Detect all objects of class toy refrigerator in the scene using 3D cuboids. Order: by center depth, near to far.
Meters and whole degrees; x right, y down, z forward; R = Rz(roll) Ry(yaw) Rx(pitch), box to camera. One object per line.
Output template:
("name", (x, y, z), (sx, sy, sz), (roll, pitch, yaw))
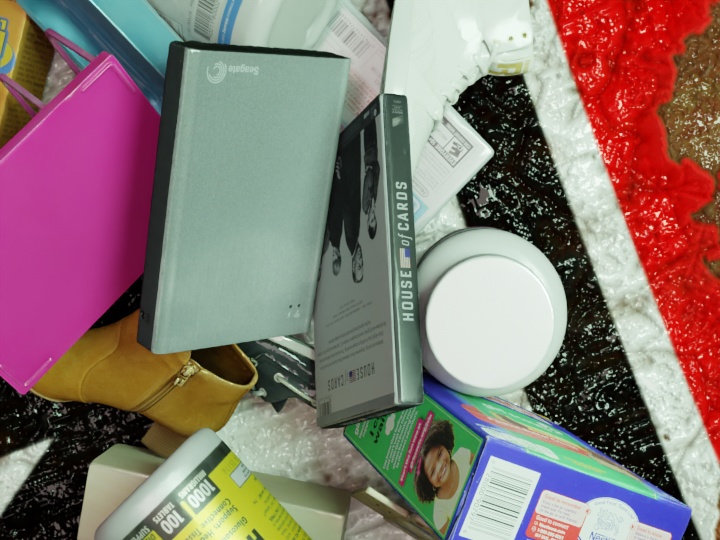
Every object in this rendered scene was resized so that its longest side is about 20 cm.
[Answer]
("toy refrigerator", (-0.110, 0.194, 0.900), (0.196, 0.076, 0.071), (11, 94, 3))

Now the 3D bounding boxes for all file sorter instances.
("file sorter", (-0.234, -0.050, 0.828), (0.200, 0.125, 0.139), (-47, 133, -11))

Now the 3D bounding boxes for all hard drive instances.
("hard drive", (-0.079, -0.050, 0.792), (0.033, 0.138, 0.204), (24, 112, 43))

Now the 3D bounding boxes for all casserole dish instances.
("casserole dish", (-0.172, -0.164, 0.832), (0.200, 0.120, 0.039), (46, 69, -26))

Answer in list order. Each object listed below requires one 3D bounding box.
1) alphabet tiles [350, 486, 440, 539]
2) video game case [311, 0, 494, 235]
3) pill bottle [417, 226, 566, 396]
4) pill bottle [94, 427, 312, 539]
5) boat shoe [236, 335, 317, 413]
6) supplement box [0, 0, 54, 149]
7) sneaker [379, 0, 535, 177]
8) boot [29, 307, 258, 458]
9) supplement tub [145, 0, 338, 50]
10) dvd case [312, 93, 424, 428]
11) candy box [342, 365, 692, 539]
("alphabet tiles", (0.069, 0.201, 0.829), (0.165, 0.200, 0.006), (31, 77, 2))
("video game case", (-0.027, -0.097, 0.905), (0.200, 0.024, 0.182), (45, 95, 0))
("pill bottle", (0.086, 0.027, 0.814), (0.109, 0.200, 0.114), (0, 93, 4))
("pill bottle", (-0.081, 0.218, 0.805), (0.112, 0.112, 0.200), (-43, 90, 5))
("boat shoe", (-0.052, 0.081, 0.890), (0.197, 0.076, 0.061), (21, 89, 3))
("supplement box", (-0.274, -0.193, 0.896), (0.065, 0.069, 0.204), (15, 96, 5))
("sneaker", (0.073, -0.147, 0.853), (0.113, 0.074, 0.204), (11, 79, -4))
("boot", (-0.179, 0.053, 0.867), (0.200, 0.071, 0.144), (33, 134, -7))
("supplement tub", (-0.119, -0.234, 0.838), (0.198, 0.132, 0.133), (33, 95, 11))
("dvd case", (0.000, 0.000, 0.802), (0.024, 0.150, 0.204), (2, 77, -21))
("candy box", (0.098, 0.137, 0.797), (0.167, 0.200, 0.078), (22, 92, -23))
